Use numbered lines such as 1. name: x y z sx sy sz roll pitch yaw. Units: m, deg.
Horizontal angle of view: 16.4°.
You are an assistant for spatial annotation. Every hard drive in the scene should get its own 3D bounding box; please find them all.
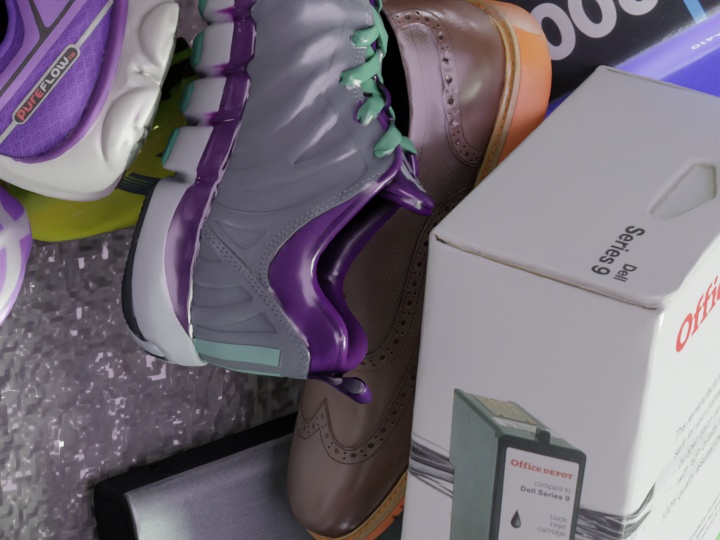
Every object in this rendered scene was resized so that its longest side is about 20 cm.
1. hard drive: 0.001 0.117 0.951 0.199 0.033 0.140 -18 108 -32

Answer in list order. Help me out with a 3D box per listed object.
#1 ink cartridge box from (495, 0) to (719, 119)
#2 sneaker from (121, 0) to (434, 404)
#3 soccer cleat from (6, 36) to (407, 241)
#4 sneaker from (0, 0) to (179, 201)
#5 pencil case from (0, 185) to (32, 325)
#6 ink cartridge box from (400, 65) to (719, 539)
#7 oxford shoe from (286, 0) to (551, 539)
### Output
1. ink cartridge box: 0.125 -0.139 0.868 0.201 0.197 0.043 62 23 -1
2. sneaker: -0.008 -0.061 0.791 0.074 0.087 0.201 5 99 -76
3. soccer cleat: -0.032 -0.049 0.877 0.200 0.065 0.084 -31 110 -28
4. sneaker: -0.093 -0.123 0.794 0.083 0.081 0.201 16 65 -17
5. pencil case: -0.191 -0.041 0.760 0.085 0.084 0.200 -38 122 16
6. ink cartridge box: 0.080 0.051 0.857 0.146 0.084 0.201 -44 146 -51
7. oxford shoe: 0.000 0.000 0.862 0.073 0.071 0.201 5 103 -41
